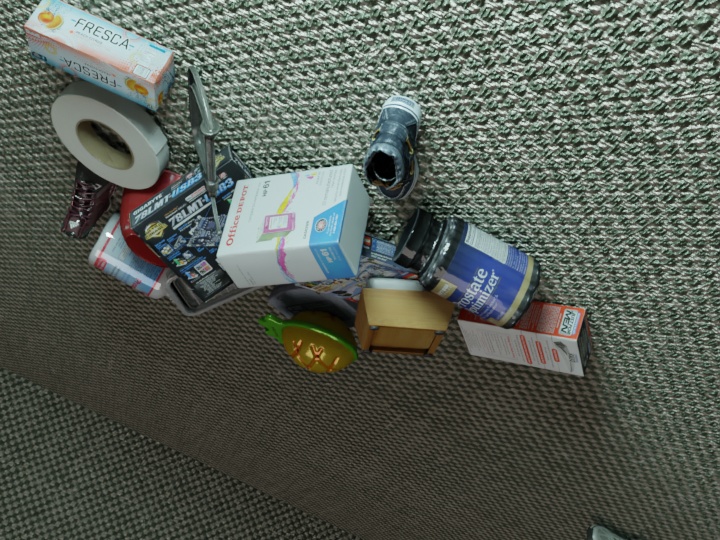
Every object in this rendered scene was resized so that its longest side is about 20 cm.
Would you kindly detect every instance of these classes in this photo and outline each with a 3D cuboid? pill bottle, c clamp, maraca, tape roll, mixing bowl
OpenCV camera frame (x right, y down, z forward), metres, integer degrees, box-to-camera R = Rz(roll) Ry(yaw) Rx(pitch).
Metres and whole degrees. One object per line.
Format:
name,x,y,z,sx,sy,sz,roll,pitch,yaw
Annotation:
pill bottle,0.151,-0.007,1.286,0.197,0.113,0.112,26,153,-6
c clamp,-0.215,-0.178,1.256,0.027,0.173,0.202,-12,148,-14
pill bottle,-0.413,-0.016,1.716,0.198,0.110,0.109,31,152,-13
maraca,-0.096,0.126,1.642,0.196,0.108,0.138,14,152,19
tape roll,-0.399,-0.213,1.422,0.199,0.037,0.205,20,147,13
mixing bowl,-0.344,-0.077,1.559,0.196,0.110,0.201,18,152,10

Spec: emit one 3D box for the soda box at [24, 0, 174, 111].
soda box,-0.356,-0.299,1.228,0.197,0.064,0.069,25,153,1

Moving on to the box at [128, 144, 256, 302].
box,-0.232,-0.070,1.423,0.198,0.050,0.199,-33,130,7

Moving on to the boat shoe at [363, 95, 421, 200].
boat shoe,0.035,-0.134,1.178,0.069,0.092,0.201,18,152,9

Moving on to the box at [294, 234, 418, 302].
box,0.000,0.000,1.445,0.135,0.041,0.199,17,157,-32

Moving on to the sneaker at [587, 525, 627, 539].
sneaker,0.631,0.654,2.123,0.199,0.077,0.114,33,143,-34

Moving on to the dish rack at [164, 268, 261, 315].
dish rack,-0.244,0.001,1.576,0.197,0.044,0.172,-24,156,-5

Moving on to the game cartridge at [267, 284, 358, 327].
game cartridge,-0.080,0.061,1.671,0.198,0.041,0.133,-10,141,46

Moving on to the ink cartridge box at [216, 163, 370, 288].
ink cartridge box,-0.097,-0.063,1.302,0.196,0.147,0.085,-7,142,22

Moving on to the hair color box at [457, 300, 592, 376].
hair color box,0.266,0.100,1.436,0.196,0.065,0.112,10,148,28

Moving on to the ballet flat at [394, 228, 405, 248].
ballet flat,0.132,0.002,1.374,0.198,0.068,0.046,34,165,-14

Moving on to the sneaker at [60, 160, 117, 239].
sneaker,-0.490,-0.118,1.591,0.074,0.117,0.201,24,153,-3

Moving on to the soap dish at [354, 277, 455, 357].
soap dish,0.071,0.082,1.477,0.153,0.083,0.201,4,160,-2
